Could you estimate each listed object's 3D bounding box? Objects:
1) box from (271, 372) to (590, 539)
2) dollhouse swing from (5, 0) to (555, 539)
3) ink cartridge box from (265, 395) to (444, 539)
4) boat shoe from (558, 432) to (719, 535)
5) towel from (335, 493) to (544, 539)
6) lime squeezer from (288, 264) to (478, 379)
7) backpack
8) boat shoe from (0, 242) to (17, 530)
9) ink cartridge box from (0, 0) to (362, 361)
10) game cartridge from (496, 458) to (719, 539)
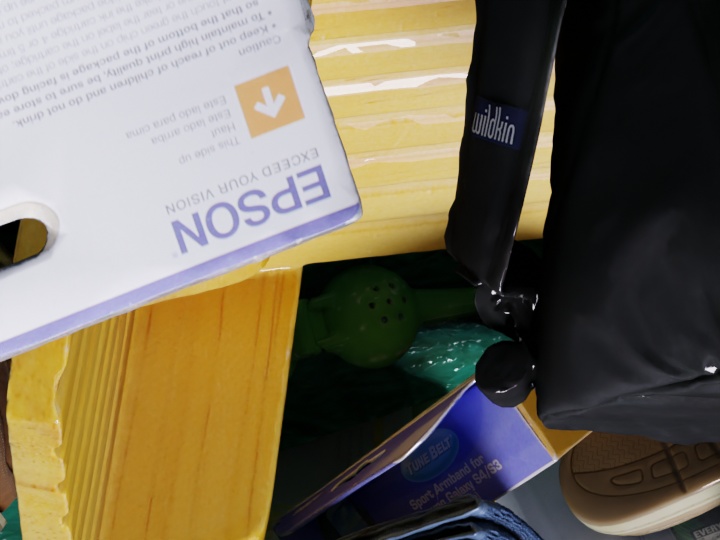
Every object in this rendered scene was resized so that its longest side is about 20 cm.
[{"bbox_3d":[0.055,0.046,0.930,0.119,0.042,0.200,-39,178,40],"label":"box"},{"bbox_3d":[0.000,0.000,0.800,0.175,0.183,0.200,7,150,0],"label":"dollhouse swing"},{"bbox_3d":[-0.050,0.127,1.022,0.199,0.146,0.048,-19,111,8],"label":"ink cartridge box"},{"bbox_3d":[0.169,0.044,1.028,0.199,0.072,0.065,-35,137,5],"label":"boat shoe"},{"bbox_3d":[-0.019,0.135,0.893,0.199,0.049,0.112,-22,136,23],"label":"towel"},{"bbox_3d":[-0.020,0.023,0.971,0.199,0.038,0.071,-17,-176,0],"label":"lime squeezer"},{"bbox_3d":[0.113,-0.062,0.706,0.126,0.201,0.166,15,160,-42],"label":"backpack"},{"bbox_3d":[-0.127,0.035,0.878,0.068,0.072,0.200,-53,177,-13],"label":"boat shoe"},{"bbox_3d":[-0.118,-0.069,0.596,0.199,0.041,0.201,-21,116,-8],"label":"ink cartridge box"},{"bbox_3d":[0.159,0.085,1.058,0.199,0.133,0.041,-20,126,-6],"label":"game cartridge"}]
